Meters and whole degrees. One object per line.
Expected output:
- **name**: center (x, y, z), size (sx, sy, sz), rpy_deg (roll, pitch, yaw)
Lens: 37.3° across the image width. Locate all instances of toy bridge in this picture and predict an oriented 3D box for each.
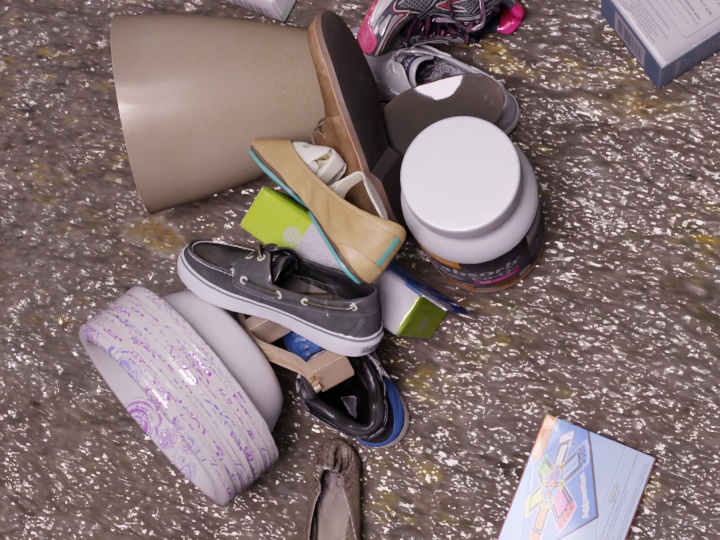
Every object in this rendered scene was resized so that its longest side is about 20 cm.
- **toy bridge**: center (-0.070, 0.043, 0.938), size (0.067, 0.027, 0.200), rpy_deg (-28, 39, -4)

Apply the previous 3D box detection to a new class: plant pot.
- **plant pot**: center (-0.116, -0.161, 1.009), size (0.199, 0.187, 0.188), rpy_deg (-9, 76, -4)

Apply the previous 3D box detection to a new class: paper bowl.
- **paper bowl**: center (-0.146, 0.099, 0.939), size (0.104, 0.201, 0.201), rpy_deg (-40, 72, -22)

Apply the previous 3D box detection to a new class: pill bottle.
- **pill bottle**: center (0.097, -0.054, 0.913), size (0.116, 0.200, 0.117), rpy_deg (-3, 78, 13)

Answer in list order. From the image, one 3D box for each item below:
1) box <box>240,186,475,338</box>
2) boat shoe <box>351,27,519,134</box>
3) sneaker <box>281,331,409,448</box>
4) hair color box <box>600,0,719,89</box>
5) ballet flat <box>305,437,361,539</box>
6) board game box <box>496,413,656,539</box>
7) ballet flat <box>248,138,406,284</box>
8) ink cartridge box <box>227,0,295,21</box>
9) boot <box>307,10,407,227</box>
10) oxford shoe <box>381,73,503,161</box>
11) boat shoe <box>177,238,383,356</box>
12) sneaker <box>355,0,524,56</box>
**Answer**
- **box**: center (0.000, 0.000, 0.963), size (0.200, 0.122, 0.048), rpy_deg (35, 97, 17)
- **boat shoe**: center (0.057, -0.185, 1.017), size (0.200, 0.069, 0.072), rpy_deg (33, 87, 16)
- **sneaker**: center (-0.031, 0.070, 0.961), size (0.077, 0.111, 0.200), rpy_deg (-33, 73, 4)
- **hair color box**: center (0.333, -0.268, 0.979), size (0.200, 0.061, 0.099), rpy_deg (-33, 74, 5)
- **ballet flat**: center (-0.023, 0.251, 0.956), size (0.067, 0.046, 0.201), rpy_deg (-2, 78, 13)
- **board game box**: center (0.174, 0.238, 0.930), size (0.103, 0.019, 0.200), rpy_deg (21, 84, 14)
- **ballet flat**: center (-0.025, -0.065, 0.892), size (0.063, 0.069, 0.200), rpy_deg (-45, 51, 6)
- **ink cartridge box**: center (-0.109, -0.377, 1.109), size (0.161, 0.050, 0.200), rpy_deg (24, 81, 16)
- **boot**: center (-0.019, -0.124, 0.933), size (0.075, 0.074, 0.200), rpy_deg (-6, 113, 30)
- **oxford shoe**: center (0.045, -0.129, 0.985), size (0.200, 0.071, 0.071), rpy_deg (-25, 102, 27)
- **boat shoe**: center (-0.067, 0.007, 0.893), size (0.200, 0.069, 0.057), rpy_deg (22, 126, 22)
- **sneaker**: center (0.076, -0.238, 0.977), size (0.200, 0.081, 0.075), rpy_deg (-30, 75, -36)
